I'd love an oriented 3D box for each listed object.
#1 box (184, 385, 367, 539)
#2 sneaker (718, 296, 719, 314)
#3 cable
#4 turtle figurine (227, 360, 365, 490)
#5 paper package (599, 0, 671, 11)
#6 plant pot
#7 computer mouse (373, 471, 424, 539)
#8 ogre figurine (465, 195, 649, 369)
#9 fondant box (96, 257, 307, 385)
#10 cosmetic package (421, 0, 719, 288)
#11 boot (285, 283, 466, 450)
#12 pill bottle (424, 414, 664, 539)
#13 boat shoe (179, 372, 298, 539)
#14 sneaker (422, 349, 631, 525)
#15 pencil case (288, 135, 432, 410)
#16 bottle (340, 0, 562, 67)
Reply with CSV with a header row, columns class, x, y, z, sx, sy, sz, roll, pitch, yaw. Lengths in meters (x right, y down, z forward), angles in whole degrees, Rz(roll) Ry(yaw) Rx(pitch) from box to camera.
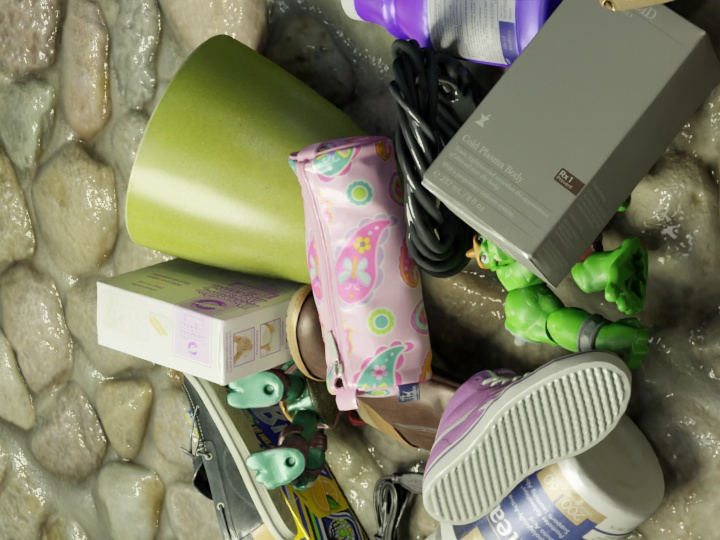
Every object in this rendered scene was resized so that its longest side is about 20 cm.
class,x,y,z,sx,sy,sz,roll,pitch,yaw
box,-0.072,0.192,1.828,0.070,0.064,0.201,-35,83,44
sneaker,0.346,-0.005,1.381,0.087,0.076,0.200,39,126,-21
cable,0.051,-0.083,1.504,0.050,0.200,0.164,2,79,15
turtle figurine,-0.061,0.110,1.723,0.100,0.200,0.150,-33,92,11
paper package,0.217,-0.280,1.277,0.103,0.199,0.192,-8,102,44
plant pot,-0.057,-0.067,1.650,0.199,0.187,0.188,24,123,13
computer mouse,0.088,0.245,1.724,0.199,0.046,0.141,17,113,42
ogre figurine,0.149,-0.021,1.517,0.119,0.098,0.201,-17,98,40
fondant box,-0.099,0.028,1.689,0.144,0.199,0.059,15,113,37
cosmetic package,0.150,-0.101,1.419,0.107,0.090,0.200,36,90,25
boot,0.044,0.083,1.629,0.166,0.073,0.200,10,152,35
pill bottle,0.133,0.194,1.591,0.200,0.111,0.111,-44,76,34
boat shoe,-0.117,0.161,1.724,0.062,0.075,0.201,-34,54,7
sneaker,0.121,0.094,1.508,0.073,0.115,0.200,40,125,-20
pencil case,0.000,0.000,1.536,0.087,0.087,0.202,-6,95,43
bottle,0.074,-0.201,1.534,0.199,0.065,0.084,13,115,38
